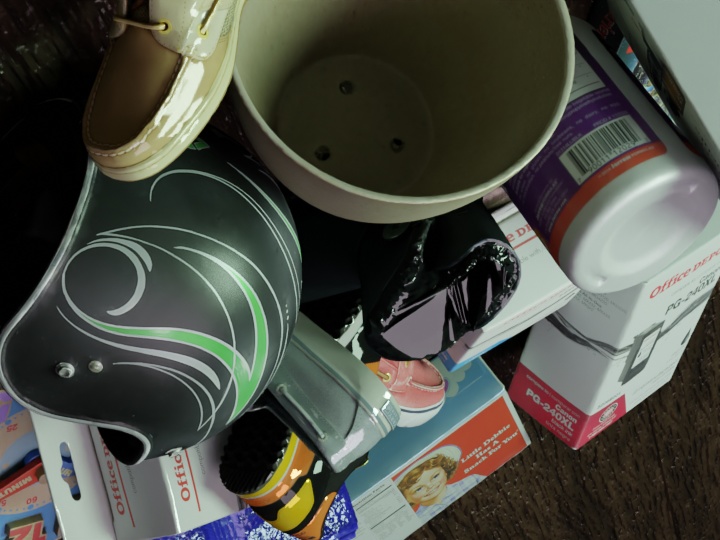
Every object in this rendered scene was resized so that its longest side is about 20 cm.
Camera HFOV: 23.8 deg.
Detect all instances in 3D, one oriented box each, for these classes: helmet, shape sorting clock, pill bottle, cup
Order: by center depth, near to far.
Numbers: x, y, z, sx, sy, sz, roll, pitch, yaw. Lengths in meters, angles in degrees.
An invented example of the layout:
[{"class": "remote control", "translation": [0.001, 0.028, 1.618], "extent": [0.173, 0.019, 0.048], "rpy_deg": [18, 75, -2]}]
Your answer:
[{"class": "helmet", "translation": [-0.127, 0.008, 0.988], "extent": [0.190, 0.200, 0.200], "rpy_deg": [27, 112, -37]}, {"class": "cup", "translation": [0.008, -0.108, 1.003], "extent": [0.200, 0.201, 0.143], "rpy_deg": [-25, 168, -19]}, {"class": "pill bottle", "translation": [0.130, -0.092, 1.095], "extent": [0.111, 0.200, 0.112], "rpy_deg": [-22, 147, -16]}, {"class": "shape sorting clock", "translation": [-0.224, 0.129, 1.180], "extent": [0.199, 0.039, 0.200], "rpy_deg": [-25, 145, -19]}]

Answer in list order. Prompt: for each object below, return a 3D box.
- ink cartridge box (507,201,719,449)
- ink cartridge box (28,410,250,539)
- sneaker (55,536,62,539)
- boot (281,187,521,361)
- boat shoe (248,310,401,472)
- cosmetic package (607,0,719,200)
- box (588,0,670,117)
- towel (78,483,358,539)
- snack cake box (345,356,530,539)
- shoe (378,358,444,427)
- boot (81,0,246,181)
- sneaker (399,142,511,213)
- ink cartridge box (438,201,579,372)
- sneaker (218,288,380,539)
[{"class": "ink cartridge box", "translation": [0.218, 0.030, 1.412], "extent": [0.145, 0.083, 0.201], "rpy_deg": [-29, 148, -38]}, {"class": "ink cartridge box", "translation": [-0.116, 0.111, 1.146], "extent": [0.068, 0.117, 0.200], "rpy_deg": [-16, 179, 41]}, {"class": "sneaker", "translation": [-0.137, 0.195, 1.309], "extent": [0.199, 0.074, 0.082], "rpy_deg": [-22, 139, -22]}, {"class": "boot", "translation": [0.000, 0.000, 1.088], "extent": [0.199, 0.168, 0.077], "rpy_deg": [-26, 119, 11]}, {"class": "boat shoe", "translation": [-0.065, 0.058, 1.082], "extent": [0.072, 0.200, 0.070], "rpy_deg": [-45, 144, -16]}, {"class": "cosmetic package", "translation": [0.220, -0.109, 1.062], "extent": [0.052, 0.201, 0.151], "rpy_deg": [-30, 170, 8]}, {"class": "box", "translation": [0.226, -0.182, 1.229], "extent": [0.136, 0.038, 0.201], "rpy_deg": [-14, 140, -31]}, {"class": "towel", "translation": [-0.096, 0.178, 1.248], "extent": [0.199, 0.049, 0.148], "rpy_deg": [-28, 111, -31]}, {"class": "snack cake box", "translation": [0.037, 0.159, 1.437], "extent": [0.200, 0.067, 0.115], "rpy_deg": [-36, 145, -4]}, {"class": "shoe", "translation": [0.019, 0.057, 1.292], "extent": [0.091, 0.072, 0.200], "rpy_deg": [-47, 143, 20]}, {"class": "boot", "translation": [-0.112, -0.161, 0.851], "extent": [0.201, 0.073, 0.155], "rpy_deg": [-65, 148, -14]}, {"class": "sneaker", "translation": [0.072, -0.077, 1.184], "extent": [0.200, 0.071, 0.076], "rpy_deg": [-42, 141, 4]}, {"class": "ink cartridge box", "translation": [0.109, 0.003, 1.248], "extent": [0.115, 0.067, 0.200], "rpy_deg": [-30, 171, -12]}, {"class": "sneaker", "translation": [-0.021, 0.089, 1.160], "extent": [0.090, 0.070, 0.201], "rpy_deg": [51, 52, -33]}]
